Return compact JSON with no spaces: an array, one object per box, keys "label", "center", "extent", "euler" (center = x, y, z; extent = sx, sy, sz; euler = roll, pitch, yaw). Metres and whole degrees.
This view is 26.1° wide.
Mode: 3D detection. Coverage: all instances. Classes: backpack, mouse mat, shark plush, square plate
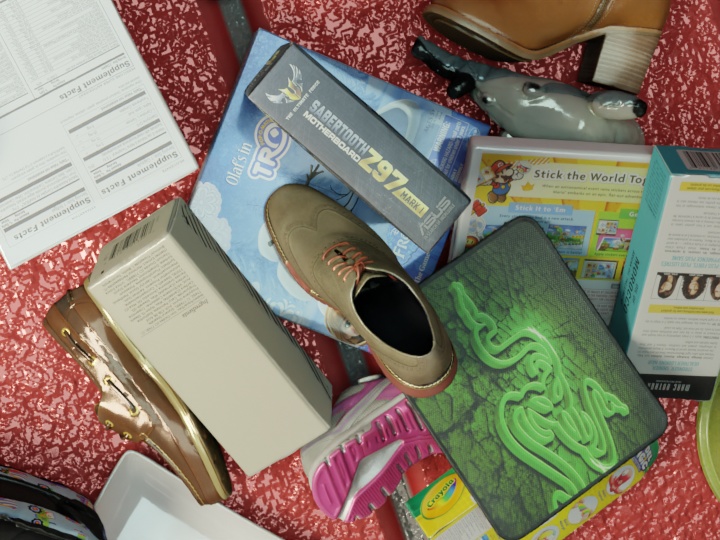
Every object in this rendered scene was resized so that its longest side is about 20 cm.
[{"label":"backpack","center":[-0.289,0.211,1.121],"extent":[0.199,0.183,0.135],"euler":[13,101,-20]},{"label":"mouse mat","center":[0.118,0.079,1.162],"extent":[0.161,0.008,0.201],"euler":[-34,90,-10]},{"label":"shark plush","center":[0.130,-0.125,1.217],"extent":[0.199,0.083,0.091],"euler":[12,120,-3]},{"label":"square plate","center":[-0.150,0.272,1.217],"extent":[0.197,0.028,0.201],"euler":[32,88,-9]}]

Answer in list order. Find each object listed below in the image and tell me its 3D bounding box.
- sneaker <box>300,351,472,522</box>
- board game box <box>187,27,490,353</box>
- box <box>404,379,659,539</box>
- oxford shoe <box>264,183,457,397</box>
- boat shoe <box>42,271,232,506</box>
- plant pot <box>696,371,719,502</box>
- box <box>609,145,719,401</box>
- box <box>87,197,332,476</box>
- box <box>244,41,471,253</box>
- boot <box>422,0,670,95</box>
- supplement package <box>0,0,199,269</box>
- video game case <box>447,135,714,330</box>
[{"label":"sneaker","center":[0.032,0.109,1.206],"extent":[0.199,0.088,0.082],"euler":[-28,117,-18]},{"label":"board game box","center":[-0.026,-0.057,1.207],"extent":[0.198,0.043,0.201],"euler":[21,90,-9]},{"label":"box","center":[0.141,0.165,1.219],"extent":[0.199,0.048,0.118],"euler":[-34,136,-5]},{"label":"oxford shoe","center":[0.000,0.000,1.126],"extent":[0.070,0.075,0.200],"euler":[-41,70,-11]},{"label":"boat shoe","center":[-0.168,0.097,1.185],"extent":[0.067,0.072,0.201],"euler":[-33,93,0]},{"label":"plant pot","center":[0.392,0.138,1.215],"extent":[0.199,0.190,0.202],"euler":[-1,95,-10]},{"label":"box","center":[0.248,0.005,1.194],"extent":[0.082,0.049,0.201],"euler":[3,121,-9]},{"label":"box","center":[-0.108,0.051,1.159],"extent":[0.082,0.068,0.200],"euler":[-30,113,15]},{"label":"box","center":[-0.008,-0.090,1.085],"extent":[0.157,0.200,0.051],"euler":[40,92,-8]},{"label":"boot","center":[0.154,-0.234,1.207],"extent":[0.199,0.077,0.156],"euler":[13,93,-13]},{"label":"supplement package","center":[-0.230,-0.128,1.114],"extent":[0.150,0.152,0.201],"euler":[-28,98,-6]},{"label":"video game case","center":[0.168,-0.016,1.213],"extent":[0.199,0.023,0.183],"euler":[3,122,-9]}]
